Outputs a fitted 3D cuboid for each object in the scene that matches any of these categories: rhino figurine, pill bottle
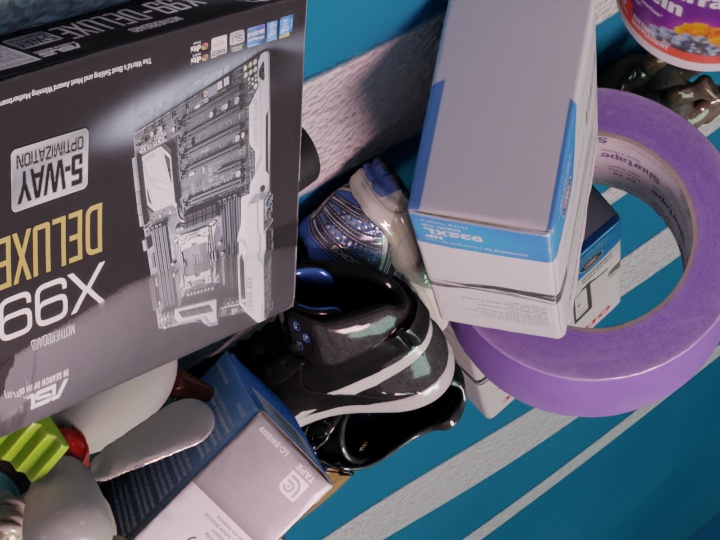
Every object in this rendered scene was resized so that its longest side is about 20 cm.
[{"bbox_3d":[0.223,-0.123,1.488,0.087,0.060,0.200,-26,169,21],"label":"rhino figurine"},{"bbox_3d":[0.209,-0.208,1.191,0.111,0.112,0.200,-38,161,-14],"label":"pill bottle"}]

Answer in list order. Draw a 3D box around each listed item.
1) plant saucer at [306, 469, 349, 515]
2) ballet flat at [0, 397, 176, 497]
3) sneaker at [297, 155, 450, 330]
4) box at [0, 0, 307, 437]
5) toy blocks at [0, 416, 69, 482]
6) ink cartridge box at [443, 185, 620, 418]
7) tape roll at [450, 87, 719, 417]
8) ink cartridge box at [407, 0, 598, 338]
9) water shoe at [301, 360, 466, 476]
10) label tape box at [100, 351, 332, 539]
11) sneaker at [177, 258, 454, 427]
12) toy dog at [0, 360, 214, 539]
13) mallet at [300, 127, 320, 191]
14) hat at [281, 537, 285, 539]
[{"bbox_3d":[-0.040,0.128,1.429,0.200,0.035,0.201,-38,161,-16],"label":"plant saucer"},{"bbox_3d":[-0.192,0.110,1.171,0.199,0.069,0.063,-36,-171,-12],"label":"ballet flat"},{"bbox_3d":[0.000,0.000,1.309,0.085,0.077,0.200,-30,153,-5],"label":"sneaker"},{"bbox_3d":[-0.108,-0.033,0.912,0.199,0.050,0.159,-23,124,-46],"label":"box"},{"bbox_3d":[-0.214,0.055,0.953,0.200,0.100,0.136,-48,150,14],"label":"toy blocks"},{"bbox_3d":[0.115,0.012,1.531,0.146,0.084,0.200,-41,161,-6],"label":"ink cartridge box"},{"bbox_3d":[0.149,-0.012,1.363,0.200,0.200,0.085,-39,163,-10],"label":"tape roll"},{"bbox_3d":[0.088,-0.061,1.208,0.200,0.083,0.146,68,31,-71],"label":"ink cartridge box"},{"bbox_3d":[-0.031,0.095,1.302,0.199,0.072,0.079,-24,-161,-1],"label":"water shoe"},{"bbox_3d":[-0.115,0.148,1.149,0.200,0.063,0.144,-45,-166,0],"label":"label tape box"},{"bbox_3d":[-0.052,0.044,1.244,0.198,0.073,0.112,-15,140,11],"label":"sneaker"},{"bbox_3d":[-0.121,0.087,1.066,0.132,0.096,0.201,-38,-149,48],"label":"toy dog"},{"bbox_3d":[-0.064,-0.020,1.170,0.066,0.041,0.200,-33,164,-19],"label":"mallet"},{"bbox_3d":[-0.146,0.165,1.281,0.199,0.081,0.202,-8,116,-16],"label":"hat"}]
